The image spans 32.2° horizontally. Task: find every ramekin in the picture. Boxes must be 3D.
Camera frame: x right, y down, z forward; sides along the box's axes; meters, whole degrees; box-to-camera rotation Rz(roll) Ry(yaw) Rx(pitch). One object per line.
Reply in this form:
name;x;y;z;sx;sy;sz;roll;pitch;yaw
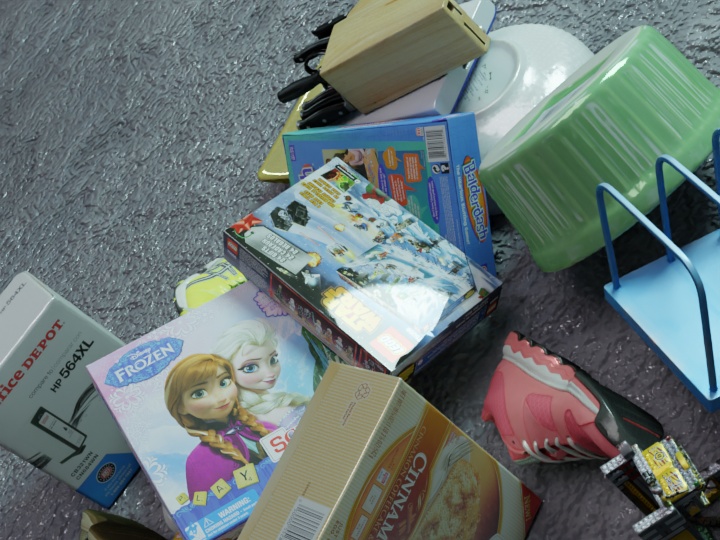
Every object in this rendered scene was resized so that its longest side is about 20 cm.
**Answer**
ramekin;0.188;-0.101;0.985;0.200;0.098;0.200;-42;6;5

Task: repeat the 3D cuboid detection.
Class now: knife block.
knife block;0.008;-0.188;1.153;0.176;0.064;0.200;-50;31;4

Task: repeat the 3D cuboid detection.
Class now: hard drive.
hard drive;0.033;-0.186;1.206;0.200;0.025;0.132;-6;53;51

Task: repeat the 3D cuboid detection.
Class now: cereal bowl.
cereal bowl;0.129;-0.155;1.167;0.200;0.083;0.200;-22;46;25

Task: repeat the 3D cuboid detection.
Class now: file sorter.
file sorter;0.281;-0.027;0.850;0.200;0.123;0.139;-25;40;-7

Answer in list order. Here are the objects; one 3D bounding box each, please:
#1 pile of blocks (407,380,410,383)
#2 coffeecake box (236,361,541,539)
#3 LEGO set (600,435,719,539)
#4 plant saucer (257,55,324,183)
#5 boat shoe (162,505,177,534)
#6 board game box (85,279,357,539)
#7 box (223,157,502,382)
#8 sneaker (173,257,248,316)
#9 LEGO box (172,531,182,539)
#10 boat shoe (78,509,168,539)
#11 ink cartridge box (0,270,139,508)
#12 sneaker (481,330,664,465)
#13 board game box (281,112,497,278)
pile of blocks;-0.029;0.053;1.134;0.082;0.062;0.200;-24;55;-30
coffeecake box;0.025;0.182;0.890;0.073;0.200;0.154;10;66;45
LEGO set;0.244;0.160;0.779;0.154;0.116;0.200;-31;43;18
plant saucer;0.004;-0.166;1.296;0.200;0.048;0.200;2;60;53
boat shoe;-0.154;0.147;1.166;0.060;0.076;0.200;114;149;-46
board game box;-0.092;0.110;1.023;0.200;0.041;0.200;-29;57;-16
box;0.000;0.000;1.054;0.137;0.040;0.200;-35;61;-30
sneaker;-0.122;0.018;1.204;0.076;0.075;0.200;-28;16;15
LEGO box;-0.076;0.270;1.002;0.200;0.077;0.149;13;67;46
boat shoe;-0.219;0.260;1.118;0.201;0.072;0.066;175;109;-70
ink cartridge box;-0.288;0.118;1.217;0.146;0.200;0.084;-53;40;-7
sneaker;0.153;0.117;0.932;0.087;0.074;0.200;-60;23;3
board game box;0.023;-0.060;1.141;0.200;0.152;0.045;1;14;41
